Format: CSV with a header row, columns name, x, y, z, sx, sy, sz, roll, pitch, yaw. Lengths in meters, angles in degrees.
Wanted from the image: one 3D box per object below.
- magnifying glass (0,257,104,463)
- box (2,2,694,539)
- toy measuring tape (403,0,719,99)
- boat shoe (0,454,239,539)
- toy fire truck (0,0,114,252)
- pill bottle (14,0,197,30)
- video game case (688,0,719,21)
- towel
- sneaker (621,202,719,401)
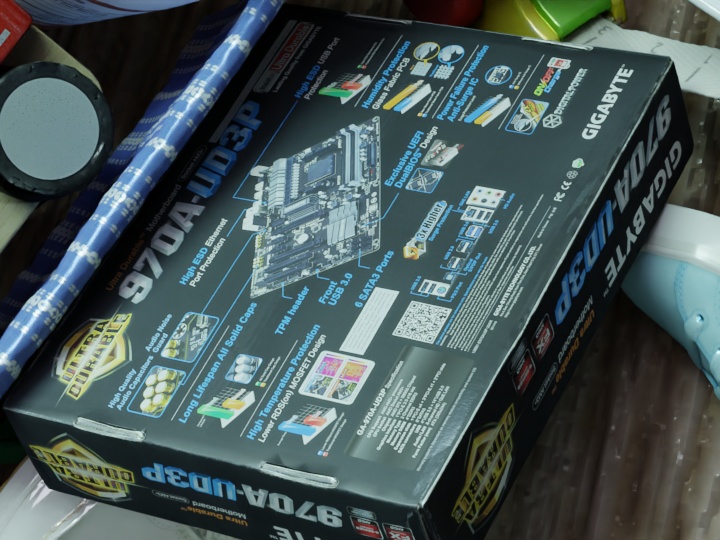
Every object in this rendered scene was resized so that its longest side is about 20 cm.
name,x,y,z,sx,sy,sz,roll,pitch,yaw
magnifying glass,-0.143,0.056,0.926,0.200,0.022,0.080,-26,62,1
box,0.000,0.000,0.821,0.159,0.046,0.200,10,52,29
toy measuring tape,0.069,-0.110,0.877,0.200,0.074,0.074,23,73,49
boat shoe,-0.049,0.068,0.863,0.200,0.071,0.069,-39,60,-5
toy fire truck,-0.214,-0.046,0.845,0.200,0.129,0.176,39,74,-14
pill bottle,-0.094,-0.143,0.862,0.200,0.112,0.112,-1,61,54
video game case,0.180,-0.070,0.829,0.200,0.143,0.018,39,112,26
towel,-0.093,-0.023,0.863,0.024,0.145,0.200,36,77,-8
sneaker,0.147,0.053,0.814,0.200,0.074,0.082,37,78,28
